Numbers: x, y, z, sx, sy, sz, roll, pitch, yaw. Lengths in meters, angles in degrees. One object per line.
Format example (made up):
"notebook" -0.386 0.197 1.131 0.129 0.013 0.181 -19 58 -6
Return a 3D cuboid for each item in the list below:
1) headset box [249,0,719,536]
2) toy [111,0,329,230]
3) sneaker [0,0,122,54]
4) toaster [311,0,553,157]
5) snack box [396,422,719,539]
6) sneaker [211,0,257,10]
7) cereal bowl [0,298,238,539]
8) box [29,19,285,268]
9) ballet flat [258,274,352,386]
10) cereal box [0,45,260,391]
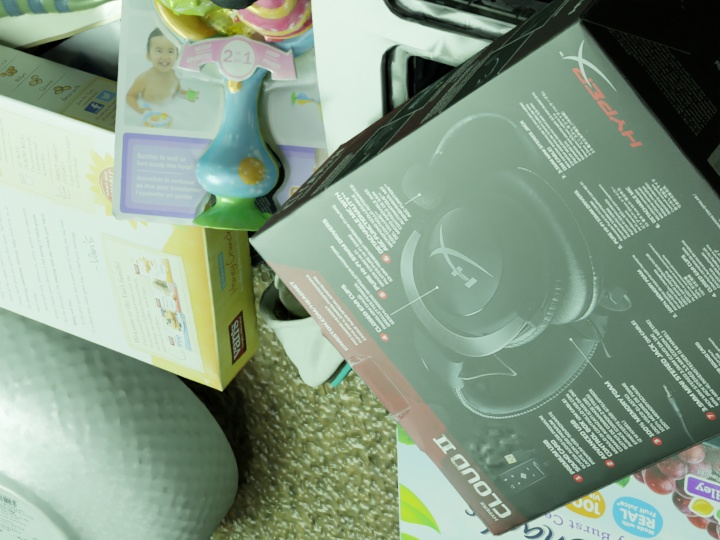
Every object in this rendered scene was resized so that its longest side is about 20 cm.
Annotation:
"headset box" 0.069 -0.004 0.829 0.149 0.077 0.200 50 135 -8
"toy" -0.048 -0.112 0.956 0.115 0.047 0.200 5 103 11
"sneaker" -0.137 -0.156 1.045 0.200 0.067 0.090 -11 119 45
"toaster" 0.078 -0.110 0.885 0.200 0.119 0.181 19 129 25
"snack box" 0.114 0.104 1.062 0.200 0.053 0.142 17 131 26
"sneaker" -0.037 -0.199 0.888 0.081 0.074 0.200 1 86 25
"cereal bowl" -0.170 0.101 1.214 0.200 0.083 0.200 21 147 14
"box" -0.130 -0.044 1.145 0.200 0.038 0.137 -22 108 44
"ballet flat" 0.000 0.000 1.036 0.069 0.069 0.200 46 153 -1
"cereal box" -0.145 -0.034 1.100 0.200 0.040 0.144 20 138 23
